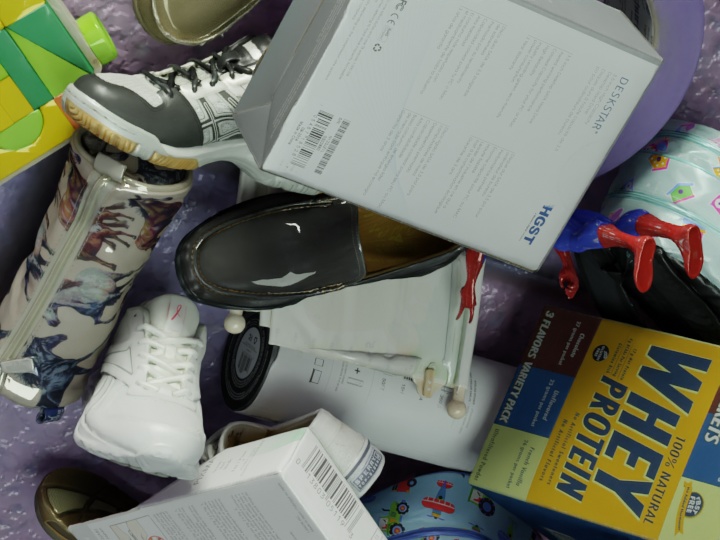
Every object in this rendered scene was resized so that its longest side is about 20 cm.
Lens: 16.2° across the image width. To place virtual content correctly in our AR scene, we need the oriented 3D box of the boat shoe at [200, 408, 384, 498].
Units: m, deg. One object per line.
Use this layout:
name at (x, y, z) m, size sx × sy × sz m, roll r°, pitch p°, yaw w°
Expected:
boat shoe at (-0.069, 0.126, 1.651) m, size 0.070 × 0.200 × 0.071 m, roll 47°, pitch 58°, yaw -19°

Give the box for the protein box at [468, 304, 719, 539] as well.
protein box at (0.221, 0.139, 1.676) m, size 0.198 × 0.200 × 0.135 m, roll 37°, pitch 72°, yaw -46°

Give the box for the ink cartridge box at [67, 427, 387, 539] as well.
ink cartridge box at (-0.068, 0.192, 1.623) m, size 0.200 × 0.050 × 0.161 m, roll -17°, pitch 116°, yaw 42°

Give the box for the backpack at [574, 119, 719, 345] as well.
backpack at (0.237, -0.005, 1.675) m, size 0.200 × 0.167 × 0.127 m, roll 39°, pitch 69°, yaw -31°

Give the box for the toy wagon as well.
toy wagon at (-0.244, -0.141, 1.500) m, size 0.155 × 0.040 × 0.200 m, roll -31°, pitch 125°, yaw 2°

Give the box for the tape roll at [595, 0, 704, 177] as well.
tape roll at (0.107, -0.154, 1.578) m, size 0.199 × 0.085 × 0.200 m, roll -9°, pitch 122°, yaw -14°

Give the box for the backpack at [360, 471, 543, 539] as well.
backpack at (0.033, 0.237, 1.738) m, size 0.200 × 0.135 × 0.183 m, roll -22°, pitch 125°, yaw 16°

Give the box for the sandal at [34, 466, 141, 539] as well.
sandal at (-0.149, 0.201, 1.721) m, size 0.200 × 0.080 × 0.054 m, roll 34°, pitch 122°, yaw -29°

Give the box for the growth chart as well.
growth chart at (0.000, 0.000, 1.637) m, size 0.200 × 0.018 × 0.145 m, roll 20°, pitch 76°, yaw -25°

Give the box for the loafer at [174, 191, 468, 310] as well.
loafer at (-0.018, -0.020, 1.579) m, size 0.200 × 0.072 × 0.073 m, roll -13°, pitch 90°, yaw -28°

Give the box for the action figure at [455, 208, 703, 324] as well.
action figure at (0.126, -0.003, 1.604) m, size 0.065 × 0.200 × 0.099 m, roll -11°, pitch 112°, yaw -34°

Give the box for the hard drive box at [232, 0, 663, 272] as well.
hard drive box at (0.051, -0.107, 1.490) m, size 0.200 × 0.077 × 0.156 m, roll 21°, pitch 111°, yaw -27°

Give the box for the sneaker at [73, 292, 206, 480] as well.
sneaker at (-0.131, 0.065, 1.577) m, size 0.078 × 0.200 × 0.100 m, roll 17°, pitch 100°, yaw -16°

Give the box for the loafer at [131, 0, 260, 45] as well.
loafer at (-0.059, -0.208, 1.501) m, size 0.076 × 0.067 × 0.200 m, roll 34°, pitch 105°, yaw -31°

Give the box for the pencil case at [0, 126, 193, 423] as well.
pencil case at (-0.175, -0.002, 1.564) m, size 0.078 × 0.089 × 0.200 m, roll 31°, pitch 119°, yaw 2°

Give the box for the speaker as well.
speaker at (0.013, 0.079, 1.691) m, size 0.200 × 0.081 × 0.081 m, roll 16°, pitch 114°, yaw -26°

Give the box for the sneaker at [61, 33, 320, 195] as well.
sneaker at (-0.089, -0.108, 1.533) m, size 0.200 × 0.076 × 0.088 m, roll 8°, pitch 114°, yaw -40°
